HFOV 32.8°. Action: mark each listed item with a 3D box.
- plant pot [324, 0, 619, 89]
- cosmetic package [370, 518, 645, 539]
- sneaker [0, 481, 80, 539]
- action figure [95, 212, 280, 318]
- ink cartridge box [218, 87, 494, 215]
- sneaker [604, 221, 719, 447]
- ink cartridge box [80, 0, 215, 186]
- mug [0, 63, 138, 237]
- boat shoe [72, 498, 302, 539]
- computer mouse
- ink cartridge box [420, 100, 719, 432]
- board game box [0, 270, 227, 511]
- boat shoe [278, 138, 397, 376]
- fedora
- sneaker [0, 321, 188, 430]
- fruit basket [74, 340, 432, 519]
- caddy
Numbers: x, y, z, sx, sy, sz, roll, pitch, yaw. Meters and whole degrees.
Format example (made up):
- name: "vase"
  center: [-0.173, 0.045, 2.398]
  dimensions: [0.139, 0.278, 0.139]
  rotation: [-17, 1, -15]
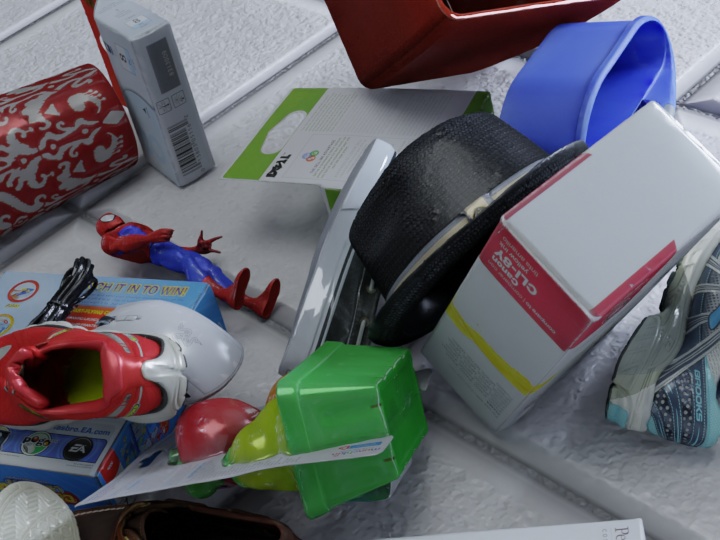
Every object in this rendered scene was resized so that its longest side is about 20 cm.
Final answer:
- name: "plant pot"
  center: [0.069, -0.261, 1.038]
  dimensions: [0.199, 0.176, 0.200]
  rotation: [-15, 75, -32]
- name: "cosmetic package"
  center: [0.065, 0.210, 0.675]
  dimensions: [0.199, 0.081, 0.113]
  rotation: [-9, 38, 10]
- name: "sneaker"
  center: [-0.233, 0.227, 0.736]
  dimensions: [0.111, 0.077, 0.200]
  rotation: [-41, 32, 26]
- name: "action figure"
  center: [-0.156, -0.013, 1.031]
  dimensions: [0.200, 0.065, 0.052]
  rotation: [18, 93, 35]
- name: "ink cartridge box"
  center: [0.004, -0.089, 1.057]
  dimensions: [0.200, 0.076, 0.148]
  rotation: [6, 44, 28]
- name: "sneaker"
  center: [0.243, 0.044, 0.834]
  dimensions: [0.086, 0.078, 0.200]
  rotation: [25, 57, 20]
- name: "ink cartridge box"
  center: [-0.228, -0.189, 1.185]
  dimensions: [0.047, 0.160, 0.200]
  rotation: [-34, 42, -23]
- name: "mug"
  center: [-0.334, -0.119, 1.167]
  dimensions: [0.200, 0.134, 0.177]
  rotation: [-28, 42, -20]
- name: "boat shoe"
  center: [-0.124, 0.177, 0.789]
  dimensions: [0.199, 0.070, 0.071]
  rotation: [-1, 46, 20]
- name: "computer mouse"
  center: [-0.170, 0.043, 0.886]
  dimensions: [0.200, 0.044, 0.110]
  rotation: [10, 45, 33]
- name: "ink cartridge box"
  center: [0.134, 0.005, 0.790]
  dimensions: [0.145, 0.200, 0.083]
  rotation: [-37, 76, -26]
- name: "board game box"
  center: [-0.232, 0.089, 0.940]
  dimensions: [0.199, 0.056, 0.196]
  rotation: [3, 43, 22]
- name: "boat shoe"
  center: [0.000, 0.000, 0.926]
  dimensions: [0.071, 0.072, 0.200]
  rotation: [21, 77, -7]
- name: "fedora"
  center: [0.063, -0.040, 0.853]
  dimensions: [0.200, 0.201, 0.092]
  rotation: [-34, 73, -21]
- name: "sneaker"
  center: [-0.209, 0.066, 0.814]
  dimensions: [0.200, 0.085, 0.077]
  rotation: [-8, 80, 33]
- name: "fruit basket"
  center: [-0.059, 0.114, 0.804]
  dimensions: [0.200, 0.094, 0.185]
  rotation: [-19, 4, 15]
- name: "caddy"
  center: [0.194, -0.115, 0.971]
  dimensions: [0.105, 0.142, 0.200]
  rotation: [8, 45, 34]
